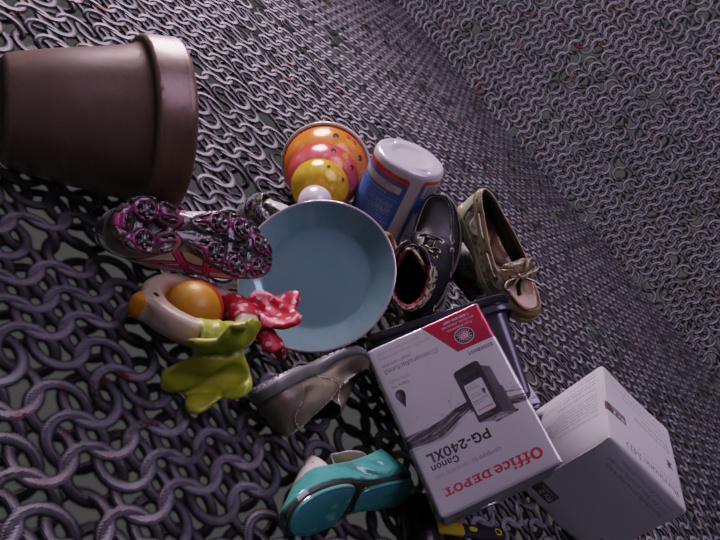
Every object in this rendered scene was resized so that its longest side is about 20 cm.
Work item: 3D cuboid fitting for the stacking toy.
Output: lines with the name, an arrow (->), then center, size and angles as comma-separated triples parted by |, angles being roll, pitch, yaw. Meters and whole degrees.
stacking toy -> -0.058, -0.128, 0.993 | 0.146, 0.146, 0.200 | 37, 25, -19

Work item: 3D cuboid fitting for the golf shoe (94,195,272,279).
golf shoe -> -0.193, -0.032, 0.735 | 0.200, 0.092, 0.073 | 16, 71, -39

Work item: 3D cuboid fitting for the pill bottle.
pill bottle -> 0.041, -0.094, 1.025 | 0.112, 0.200, 0.112 | 17, 34, -12

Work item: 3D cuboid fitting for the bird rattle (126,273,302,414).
bird rattle -> -0.151, 0.045, 0.697 | 0.163, 0.113, 0.200 | 29, 24, 1

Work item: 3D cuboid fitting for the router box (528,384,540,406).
router box -> 0.189, 0.158, 1.080 | 0.200, 0.049, 0.180 | 9, 45, -50

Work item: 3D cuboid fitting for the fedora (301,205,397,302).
fedora -> 0.000, 0.000, 0.902 | 0.201, 0.082, 0.201 | 16, 71, -56

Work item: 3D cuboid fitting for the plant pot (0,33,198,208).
plant pot -> -0.289, -0.164, 0.706 | 0.174, 0.200, 0.200 | 0, 50, -32

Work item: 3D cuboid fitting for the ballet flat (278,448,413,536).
ballet flat -> -0.026, 0.223, 0.683 | 0.070, 0.067, 0.200 | 35, 16, 37

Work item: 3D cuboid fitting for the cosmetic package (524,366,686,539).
cosmetic package -> 0.375, 0.295, 1.032 | 0.165, 0.165, 0.200 | 43, 27, -5

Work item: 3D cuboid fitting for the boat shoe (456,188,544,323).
boat shoe -> 0.201, -0.020, 0.934 | 0.073, 0.063, 0.200 | -22, 76, -32

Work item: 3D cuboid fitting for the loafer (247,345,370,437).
loafer -> -0.048, 0.139, 0.753 | 0.200, 0.075, 0.070 | -13, 76, -57

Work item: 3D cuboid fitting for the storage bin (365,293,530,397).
storage bin -> 0.122, 0.138, 0.875 | 0.146, 0.200, 0.134 | 83, -9, -67

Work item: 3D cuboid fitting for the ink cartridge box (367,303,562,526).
ink cartridge box -> 0.114, 0.162, 0.745 | 0.083, 0.145, 0.200 | 76, -10, -65

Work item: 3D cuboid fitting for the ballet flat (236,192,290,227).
ballet flat -> -0.085, -0.037, 0.929 | 0.200, 0.072, 0.072 | 42, 27, -10

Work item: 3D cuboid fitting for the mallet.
mallet -> 0.113, 0.303, 0.794 | 0.200, 0.041, 0.066 | 20, 39, -48

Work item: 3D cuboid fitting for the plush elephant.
plush elephant -> 0.146, -0.006, 1.039 | 0.165, 0.155, 0.200 | 47, 45, -86

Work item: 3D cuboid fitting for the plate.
plate -> -0.054, 0.007, 0.816 | 0.200, 0.200, 0.026 | 58, -6, 21

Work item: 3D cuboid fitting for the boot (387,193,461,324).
boot -> 0.089, -0.025, 0.879 | 0.154, 0.073, 0.204 | 47, 53, -71
